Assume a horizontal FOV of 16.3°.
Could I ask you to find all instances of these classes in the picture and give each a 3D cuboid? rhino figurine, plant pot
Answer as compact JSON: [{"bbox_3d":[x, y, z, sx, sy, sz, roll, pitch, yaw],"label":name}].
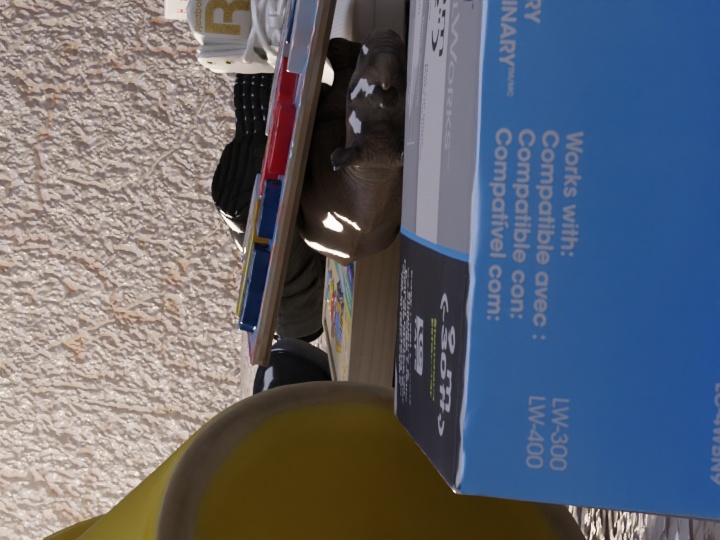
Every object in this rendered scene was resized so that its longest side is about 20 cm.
[{"bbox_3d":[0.004,-0.058,1.152,0.200,0.059,0.088,119,157,-76],"label":"rhino figurine"},{"bbox_3d":[-0.026,0.133,0.702,0.189,0.199,0.202,120,156,-47],"label":"plant pot"}]

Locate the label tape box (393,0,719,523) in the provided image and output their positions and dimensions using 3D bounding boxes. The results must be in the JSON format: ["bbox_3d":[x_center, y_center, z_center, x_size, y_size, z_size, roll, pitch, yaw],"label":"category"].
[{"bbox_3d":[0.048,-0.025,0.562,0.200,0.066,0.144,-129,42,-85],"label":"label tape box"}]

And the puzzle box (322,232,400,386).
[{"bbox_3d":[0.000,0.000,1.359,0.200,0.025,0.134,-104,17,-73],"label":"puzzle box"}]

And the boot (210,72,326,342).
[{"bbox_3d":[-0.038,-0.060,1.586,0.131,0.067,0.201,70,-150,-45],"label":"boot"}]

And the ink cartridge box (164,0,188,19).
[{"bbox_3d":[-0.114,-0.314,2.287,0.200,0.128,0.126,103,169,-68],"label":"ink cartridge box"}]

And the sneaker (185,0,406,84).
[{"bbox_3d":[-0.035,-0.124,1.322,0.200,0.115,0.074,-158,72,-83],"label":"sneaker"}]

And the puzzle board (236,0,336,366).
[{"bbox_3d":[-0.036,-0.067,1.179,0.151,0.017,0.201,-117,38,-80],"label":"puzzle board"}]

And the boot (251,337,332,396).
[{"bbox_3d":[-0.068,0.158,1.406,0.200,0.065,0.166,-55,-26,-48],"label":"boot"}]
